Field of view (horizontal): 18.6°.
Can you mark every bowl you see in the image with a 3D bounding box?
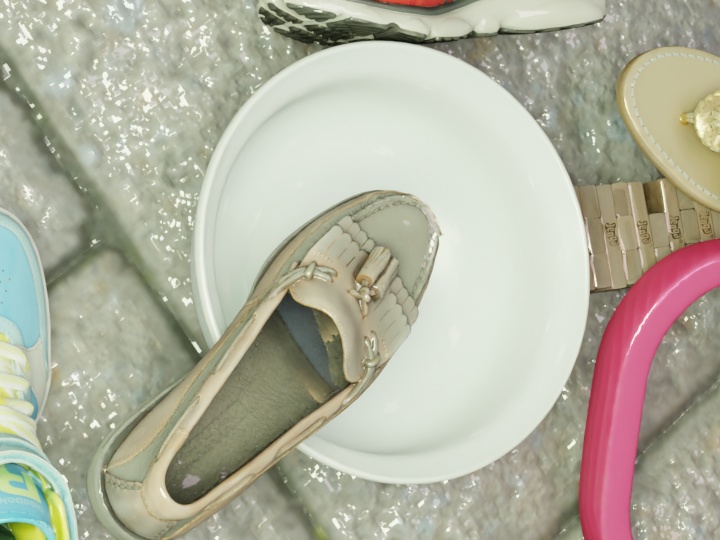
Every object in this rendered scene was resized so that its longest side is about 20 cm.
[{"bbox_3d":[0.000,0.000,1.017,0.200,0.090,0.202,4,82,-27],"label":"bowl"}]

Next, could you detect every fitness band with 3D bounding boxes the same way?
[{"bbox_3d":[0.182,0.084,1.105,0.143,0.037,0.201,0,104,-21],"label":"fitness band"}]

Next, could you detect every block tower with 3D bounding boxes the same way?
[{"bbox_3d":[0.141,-0.017,1.124,0.199,0.054,0.058,-8,88,-30],"label":"block tower"}]

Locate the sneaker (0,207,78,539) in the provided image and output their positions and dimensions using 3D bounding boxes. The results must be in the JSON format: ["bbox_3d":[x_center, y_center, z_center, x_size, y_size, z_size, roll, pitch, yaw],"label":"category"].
[{"bbox_3d":[-0.151,0.064,0.899,0.079,0.130,0.201,12,77,-27],"label":"sneaker"}]

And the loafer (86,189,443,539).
[{"bbox_3d":[-0.027,0.039,0.911,0.200,0.063,0.072,-46,103,-24],"label":"loafer"}]

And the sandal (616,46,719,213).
[{"bbox_3d":[0.228,-0.048,1.107,0.211,0.070,0.078,39,66,-20],"label":"sandal"}]

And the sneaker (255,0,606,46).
[{"bbox_3d":[0.031,-0.150,1.035,0.199,0.077,0.085,-10,98,-38],"label":"sneaker"}]
